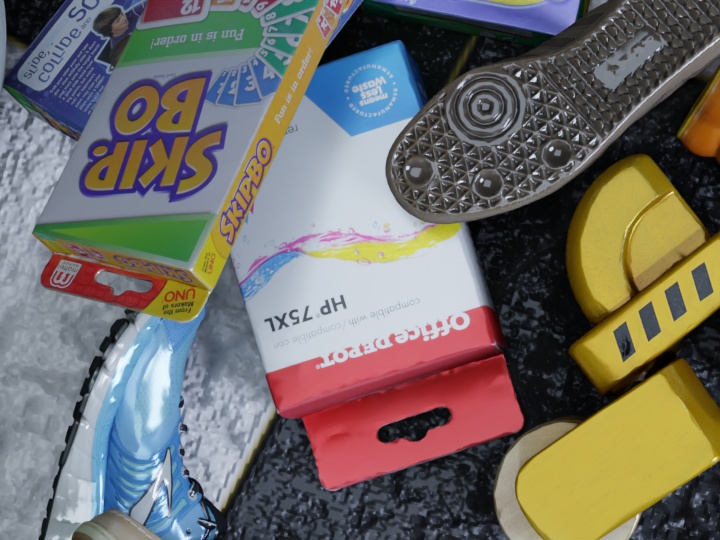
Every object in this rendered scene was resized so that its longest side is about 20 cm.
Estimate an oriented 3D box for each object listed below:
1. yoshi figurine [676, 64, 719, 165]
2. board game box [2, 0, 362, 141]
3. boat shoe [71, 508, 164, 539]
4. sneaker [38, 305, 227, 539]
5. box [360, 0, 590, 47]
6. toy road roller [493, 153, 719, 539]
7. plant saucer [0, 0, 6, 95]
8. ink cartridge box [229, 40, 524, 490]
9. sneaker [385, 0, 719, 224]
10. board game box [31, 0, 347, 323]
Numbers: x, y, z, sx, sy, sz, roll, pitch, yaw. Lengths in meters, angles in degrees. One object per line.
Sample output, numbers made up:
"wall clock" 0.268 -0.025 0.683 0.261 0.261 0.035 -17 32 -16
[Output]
"yoshi figurine" 0.263 -0.054 1.053 0.200 0.112 0.112 33 83 5
"board game box" -0.071 -0.139 1.084 0.135 0.034 0.200 30 79 37
"boat shoe" -0.052 0.169 1.064 0.200 0.072 0.065 39 73 -19
"sneaker" -0.108 0.104 1.107 0.090 0.078 0.200 15 93 -8
"box" 0.075 -0.221 1.115 0.117 0.048 0.200 11 85 7
"toy road roller" 0.130 0.036 1.046 0.200 0.123 0.146 -37 83 5
"plant saucer" -0.230 -0.105 1.109 0.200 0.050 0.200 -7 80 45
"ink cartridge box" 0.000 0.000 1.094 0.116 0.067 0.200 -18 83 6
"sneaker" 0.105 -0.082 1.057 0.200 0.076 0.071 -32 82 2
"board game box" -0.077 -0.074 1.012 0.095 0.030 0.200 12 71 32
